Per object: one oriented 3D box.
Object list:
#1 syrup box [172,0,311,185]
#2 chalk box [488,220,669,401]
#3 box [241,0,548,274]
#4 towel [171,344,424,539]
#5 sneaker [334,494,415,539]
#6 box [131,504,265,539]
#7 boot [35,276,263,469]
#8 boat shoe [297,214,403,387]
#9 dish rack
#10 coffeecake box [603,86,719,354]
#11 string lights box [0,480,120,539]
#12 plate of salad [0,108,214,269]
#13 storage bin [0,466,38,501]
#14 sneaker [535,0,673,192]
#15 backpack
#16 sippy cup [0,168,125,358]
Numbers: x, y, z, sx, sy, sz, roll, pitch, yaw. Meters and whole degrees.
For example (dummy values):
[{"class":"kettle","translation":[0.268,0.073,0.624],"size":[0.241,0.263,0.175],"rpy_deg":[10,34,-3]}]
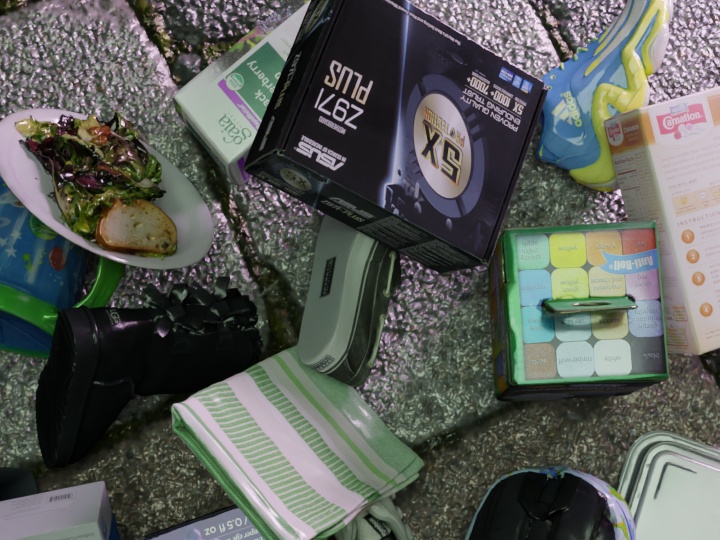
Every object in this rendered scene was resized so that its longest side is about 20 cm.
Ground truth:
[{"class":"syrup box","translation":[-0.061,-0.172,1.121],"size":[0.200,0.081,0.079],"rpy_deg":[-40,82,-7]},{"class":"chalk box","translation":[0.170,0.032,1.019],"size":[0.123,0.200,0.126],"rpy_deg":[-2,80,0]},{"class":"box","translation":[0.030,-0.115,1.038],"size":[0.199,0.086,0.165],"rpy_deg":[27,74,-19]},{"class":"towel","translation":[-0.046,0.132,0.999],"size":[0.153,0.199,0.023],"rpy_deg":[46,119,13]},{"class":"sneaker","translation":[-0.003,0.189,1.057],"size":[0.075,0.081,0.201],"rpy_deg":[-30,79,-3]},{"class":"box","translation":[-0.086,0.289,1.027],"size":[0.146,0.104,0.202],"rpy_deg":[-19,80,-3]},{"class":"boot","translation":[-0.176,0.087,1.063],"size":[0.161,0.199,0.074],"rpy_deg":[-6,52,-29]},{"class":"boat shoe","translation":[0.000,0.000,1.100],"size":[0.063,0.070,0.202],"rpy_deg":[30,64,-32]},{"class":"dish rack","translation":[0.283,0.247,1.059],"size":[0.170,0.044,0.202],"rpy_deg":[19,81,4]},{"class":"coffeecake box","translation":[0.304,-0.049,1.063],"size":[0.152,0.073,0.202],"rpy_deg":[-15,92,-14]},{"class":"string lights box","translation":[-0.227,0.272,1.006],"size":[0.101,0.059,0.202],"rpy_deg":[-11,114,-1]},{"class":"plate of salad","translation":[-0.204,-0.077,1.058],"size":[0.199,0.200,0.048],"rpy_deg":[38,118,7]},{"class":"storage bin","translation":[-0.351,0.260,1.028],"size":[0.133,0.146,0.203],"rpy_deg":[-3,79,11]},{"class":"sneaker","translation":[0.204,-0.174,1.120],"size":[0.104,0.076,0.202],"rpy_deg":[14,81,4]},{"class":"backpack","translation":[0.144,0.254,1.012],"size":[0.162,0.153,0.203],"rpy_deg":[5,91,31]},{"class":"sippy cup","translation":[-0.285,-0.012,1.078],"size":[0.176,0.140,0.132],"rpy_deg":[19,70,-7]}]
